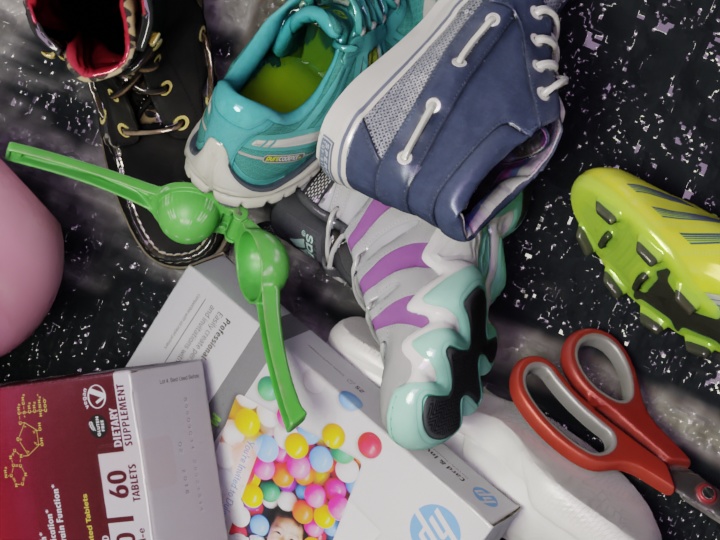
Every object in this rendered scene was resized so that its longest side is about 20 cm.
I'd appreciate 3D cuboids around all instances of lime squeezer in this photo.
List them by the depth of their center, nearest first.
[{"bbox_3d":[-0.081,-0.007,1.376,0.200,0.038,0.071,43,69,14],"label":"lime squeezer"}]

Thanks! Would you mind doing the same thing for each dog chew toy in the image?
[{"bbox_3d":[-0.241,0.022,1.389,0.200,0.125,0.125,-44,83,-4],"label":"dog chew toy"}]

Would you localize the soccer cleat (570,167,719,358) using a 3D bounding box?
[{"bbox_3d":[0.194,0.005,1.408,0.200,0.065,0.084,35,66,12],"label":"soccer cleat"}]

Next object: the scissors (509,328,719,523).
[{"bbox_3d":[0.156,0.109,1.409,0.200,0.014,0.073,47,52,5],"label":"scissors"}]

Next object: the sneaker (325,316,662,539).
[{"bbox_3d":[0.056,0.109,1.424,0.200,0.075,0.089,33,107,15],"label":"sneaker"}]

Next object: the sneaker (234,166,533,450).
[{"bbox_3d":[0.000,0.000,1.399,0.139,0.078,0.200,5,49,17],"label":"sneaker"}]

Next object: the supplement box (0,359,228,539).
[{"bbox_3d":[-0.165,0.108,1.419,0.199,0.061,0.109,-9,89,36],"label":"supplement box"}]

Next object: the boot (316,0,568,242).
[{"bbox_3d":[0.075,-0.098,1.379,0.090,0.073,0.200,30,68,28],"label":"boot"}]

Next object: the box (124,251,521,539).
[{"bbox_3d":[-0.041,0.114,1.415,0.200,0.041,0.156,40,115,13],"label":"box"}]

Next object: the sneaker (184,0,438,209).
[{"bbox_3d":[-0.008,-0.109,1.389,0.077,0.080,0.200,33,55,14],"label":"sneaker"}]

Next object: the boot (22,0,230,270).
[{"bbox_3d":[-0.112,-0.099,1.405,0.073,0.151,0.201,-4,90,10],"label":"boot"}]
